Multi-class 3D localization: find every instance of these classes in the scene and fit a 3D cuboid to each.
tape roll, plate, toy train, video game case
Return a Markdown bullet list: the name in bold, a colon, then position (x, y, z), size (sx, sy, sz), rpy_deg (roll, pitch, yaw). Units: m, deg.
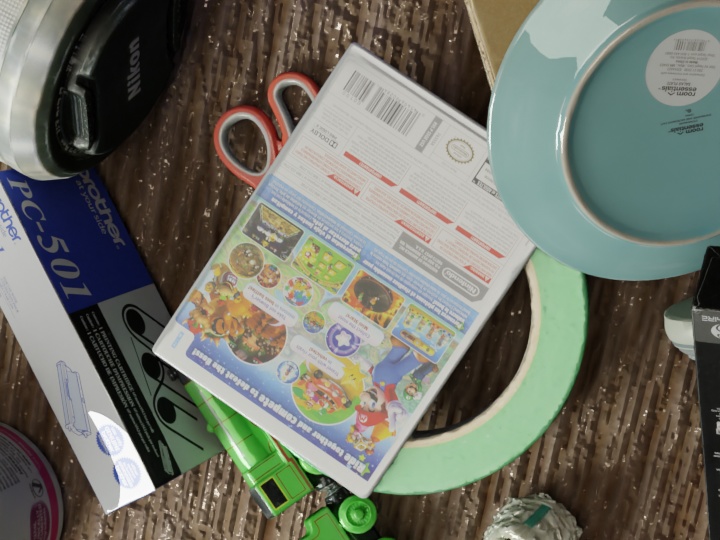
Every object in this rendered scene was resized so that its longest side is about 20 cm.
- **tape roll**: position (0.026, 0.022, 0.928), size (0.200, 0.048, 0.201), rpy_deg (0, 91, 8)
- **plate**: position (0.162, -0.076, 0.844), size (0.200, 0.026, 0.200), rpy_deg (-6, 122, -10)
- **toy train**: position (-0.045, 0.110, 0.979), size (0.056, 0.042, 0.200), rpy_deg (-34, 86, -11)
- **video game case**: position (0.000, 0.000, 0.898), size (0.143, 0.018, 0.200), rpy_deg (34, 95, 6)

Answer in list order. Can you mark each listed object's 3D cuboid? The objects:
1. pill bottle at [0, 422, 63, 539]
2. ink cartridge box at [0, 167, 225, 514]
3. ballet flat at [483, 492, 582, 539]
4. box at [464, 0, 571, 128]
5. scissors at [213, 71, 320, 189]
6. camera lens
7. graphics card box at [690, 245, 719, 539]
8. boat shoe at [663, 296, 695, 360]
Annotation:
- **pill bottle**: position (-0.268, 0.161, 0.981), size (0.113, 0.200, 0.114), rpy_deg (3, 98, 18)
- **ink cartridge box**: position (-0.155, 0.033, 0.982), size (0.044, 0.094, 0.200), rpy_deg (-28, 88, 27)
- **ballet flat**: position (0.070, 0.222, 0.952), size (0.072, 0.072, 0.200), rpy_deg (16, 103, 15)
- **box**: position (0.141, -0.175, 0.814), size (0.200, 0.021, 0.164), rpy_deg (-21, 118, -1)
- **scissors**: position (-0.030, -0.014, 0.964), size (0.073, 0.014, 0.200), rpy_deg (-20, 81, 14)
- **camera lens**: position (-0.209, -0.156, 0.941), size (0.200, 0.160, 0.160), rpy_deg (28, 105, 12)
- **graphics card box**: position (0.233, 0.079, 0.832), size (0.125, 0.051, 0.200), rpy_deg (5, 135, 22)
- **boat shoe**: position (0.257, 0.047, 0.865), size (0.200, 0.070, 0.072), rpy_deg (0, 107, 23)
